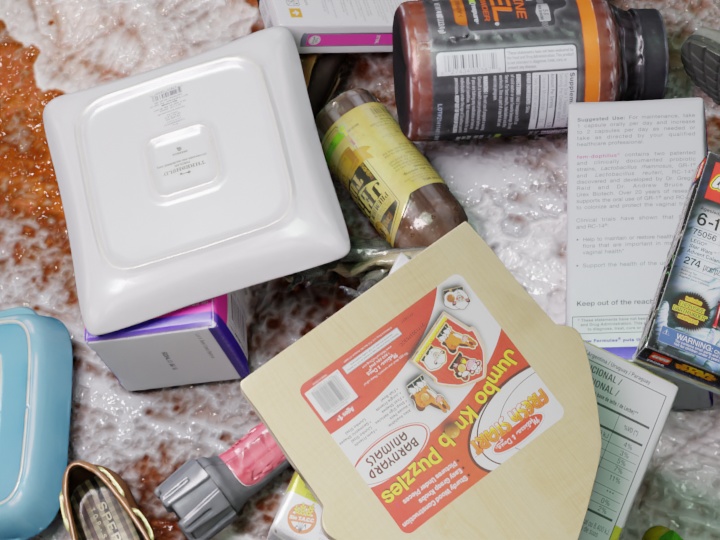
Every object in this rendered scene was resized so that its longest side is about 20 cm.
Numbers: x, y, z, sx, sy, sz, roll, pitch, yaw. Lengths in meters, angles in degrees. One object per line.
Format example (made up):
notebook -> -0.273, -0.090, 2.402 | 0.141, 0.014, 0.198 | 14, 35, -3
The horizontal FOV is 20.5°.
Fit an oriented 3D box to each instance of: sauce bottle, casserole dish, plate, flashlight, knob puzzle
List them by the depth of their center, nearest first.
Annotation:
knob puzzle -> 0.055, 0.099, 1.186 | 0.217, 0.030, 0.222 | 2, 73, -7
plate -> -0.125, -0.073, 1.429 | 0.198, 0.032, 0.201 | -18, 63, 4
flashlight -> -0.058, 0.113, 1.436 | 0.199, 0.068, 0.068 | -38, 98, -11
sauce bottle -> 0.037, -0.049, 1.492 | 0.064, 0.065, 0.200 | -35, 62, -4
casserole dish -> -0.277, 0.115, 1.492 | 0.120, 0.039, 0.202 | -11, 62, 21

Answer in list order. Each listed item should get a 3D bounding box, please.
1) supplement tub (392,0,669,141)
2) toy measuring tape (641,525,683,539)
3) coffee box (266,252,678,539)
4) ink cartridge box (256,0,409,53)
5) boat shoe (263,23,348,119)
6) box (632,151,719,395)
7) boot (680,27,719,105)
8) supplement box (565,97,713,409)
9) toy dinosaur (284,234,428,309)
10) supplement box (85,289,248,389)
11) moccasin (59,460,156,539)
supplement tub -> 0.126, -0.154, 1.486 | 0.198, 0.107, 0.108 | -4, 65, -5
toy measuring tape -> 0.178, 0.248, 1.306 | 0.073, 0.074, 0.201 | 5, 42, 15
coffee box -> 0.062, 0.139, 1.297 | 0.199, 0.200, 0.199 | 25, 72, 1
ink cartridge box -> 0.017, -0.214, 1.551 | 0.198, 0.037, 0.095 | -4, 52, -18
boat shoe -> -0.050, -0.159, 1.556 | 0.070, 0.071, 0.201 | 18, 51, 13
box -> 0.284, 0.026, 1.239 | 0.198, 0.040, 0.138 | 21, 72, 0
boot -> 0.349, -0.165, 1.481 | 0.199, 0.068, 0.131 | 23, 68, 13
supplement box -> 0.199, -0.011, 1.418 | 0.102, 0.101, 0.202 | -3, 66, 11
toy dinosaur -> 0.000, 0.000, 1.434 | 0.199, 0.048, 0.088 | 6, 24, 42
supplement box -> -0.146, -0.026, 1.494 | 0.102, 0.101, 0.202 | -7, 64, 9
moccasin -> -0.159, 0.223, 1.408 | 0.073, 0.078, 0.203 | -24, 63, 2
